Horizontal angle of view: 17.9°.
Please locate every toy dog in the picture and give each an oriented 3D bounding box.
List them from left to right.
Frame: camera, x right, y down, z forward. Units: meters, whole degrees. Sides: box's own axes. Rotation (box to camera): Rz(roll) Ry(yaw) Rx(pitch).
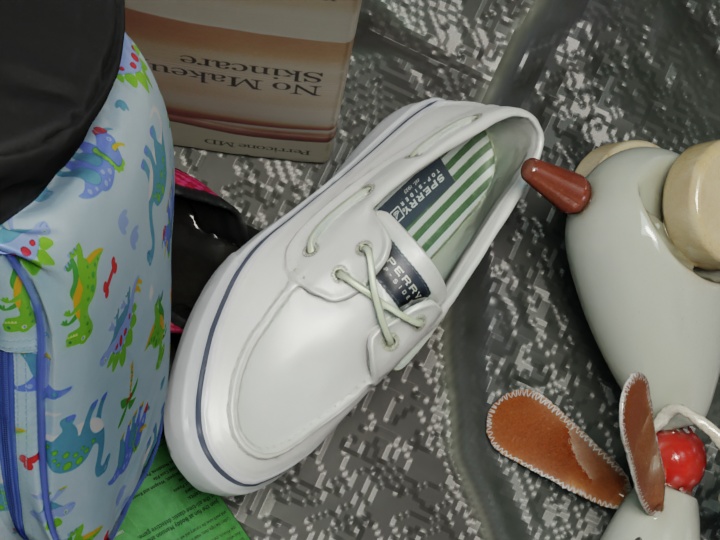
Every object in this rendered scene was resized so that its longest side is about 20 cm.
[{"bbox_3d":[0.097,0.032,0.872,0.096,0.132,0.202,10,63,-25],"label":"toy dog"}]

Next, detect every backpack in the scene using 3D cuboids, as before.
[{"bbox_3d":[-0.126,0.005,0.750,0.153,0.201,0.164,22,34,-5],"label":"backpack"}]

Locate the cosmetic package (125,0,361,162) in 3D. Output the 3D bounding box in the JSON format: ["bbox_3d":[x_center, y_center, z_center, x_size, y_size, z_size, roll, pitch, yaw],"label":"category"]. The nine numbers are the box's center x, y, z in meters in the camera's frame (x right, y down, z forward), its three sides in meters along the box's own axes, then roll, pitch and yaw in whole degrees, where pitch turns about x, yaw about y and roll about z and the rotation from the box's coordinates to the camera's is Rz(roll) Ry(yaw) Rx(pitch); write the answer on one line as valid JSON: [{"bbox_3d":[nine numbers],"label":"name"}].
[{"bbox_3d":[-0.048,-0.116,0.851,0.102,0.200,0.088,7,74,-1],"label":"cosmetic package"}]

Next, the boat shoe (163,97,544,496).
[{"bbox_3d":[0.000,0.000,0.860,0.074,0.066,0.201,49,56,-24],"label":"boat shoe"}]

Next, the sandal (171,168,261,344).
[{"bbox_3d":[-0.073,-0.006,0.864,0.199,0.045,0.076,22,73,-21],"label":"sandal"}]

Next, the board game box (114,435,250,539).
[{"bbox_3d":[-0.103,0.134,0.807,0.105,0.023,0.199,53,38,10],"label":"board game box"}]
